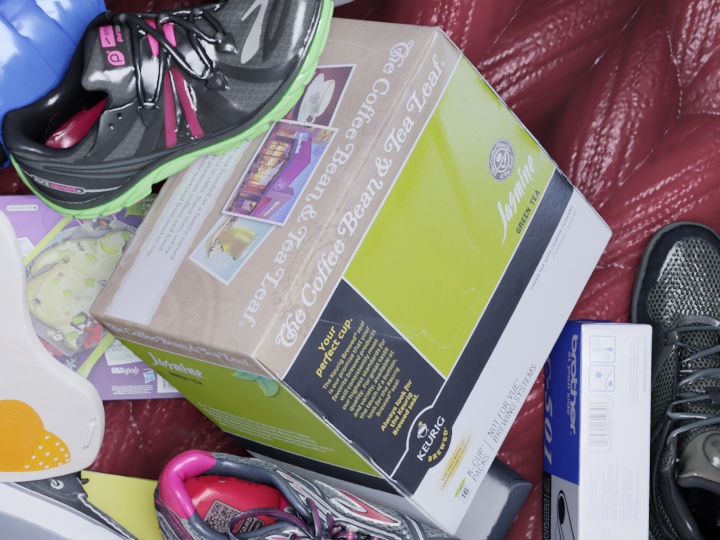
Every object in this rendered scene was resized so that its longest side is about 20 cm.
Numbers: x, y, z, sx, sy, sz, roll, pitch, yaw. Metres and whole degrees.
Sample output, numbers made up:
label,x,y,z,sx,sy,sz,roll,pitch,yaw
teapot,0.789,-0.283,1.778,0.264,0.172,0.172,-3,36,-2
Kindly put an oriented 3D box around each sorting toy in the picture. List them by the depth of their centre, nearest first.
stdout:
label,x,y,z,sx,sy,sz,roll,pitch,yaw
sorting toy,-0.219,-0.005,1.112,0.107,0.180,0.200,-25,59,-31

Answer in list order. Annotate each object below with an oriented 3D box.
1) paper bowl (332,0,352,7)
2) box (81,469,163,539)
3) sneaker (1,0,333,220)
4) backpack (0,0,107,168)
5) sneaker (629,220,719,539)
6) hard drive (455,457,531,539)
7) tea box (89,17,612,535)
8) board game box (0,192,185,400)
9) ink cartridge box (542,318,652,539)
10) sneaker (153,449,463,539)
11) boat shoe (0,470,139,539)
label,x,y,z,sx,sy,sz,roll,pitch,yaw
paper bowl,-0.042,-0.220,1.215,0.200,0.201,0.105,3,135,-3
box,-0.080,0.147,1.224,0.199,0.075,0.050,8,80,14
sneaker,-0.098,-0.099,1.120,0.200,0.077,0.084,-36,138,14
backpack,-0.222,-0.163,1.191,0.168,0.162,0.200,-45,95,-8
sneaker,0.201,0.070,1.277,0.076,0.114,0.200,3,88,-10
hard drive,-0.005,0.169,1.279,0.135,0.042,0.200,37,86,1
tea box,0.000,0.000,1.177,0.197,0.133,0.200,46,66,-41
board game box,-0.194,0.016,1.264,0.199,0.032,0.121,-1,93,-8
ink cartridge box,0.135,0.129,1.277,0.044,0.094,0.201,1,90,-8
sneaker,-0.015,0.149,1.125,0.199,0.075,0.081,14,62,12
boat shoe,-0.180,0.120,1.180,0.199,0.070,0.066,25,51,6
